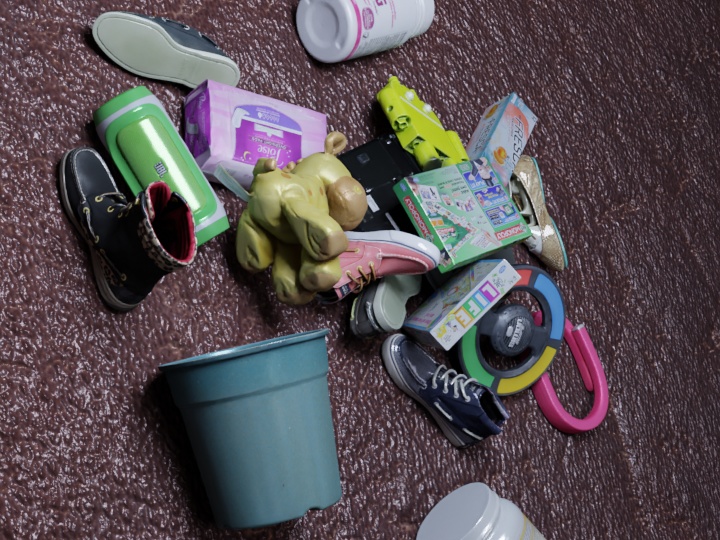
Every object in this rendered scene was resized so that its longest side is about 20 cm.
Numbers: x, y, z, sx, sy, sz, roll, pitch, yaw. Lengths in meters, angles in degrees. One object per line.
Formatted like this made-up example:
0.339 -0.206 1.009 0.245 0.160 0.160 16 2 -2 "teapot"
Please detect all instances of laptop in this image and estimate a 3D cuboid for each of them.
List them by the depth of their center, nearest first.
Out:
0.061 -0.097 1.649 0.200 0.103 0.177 -27 66 -17 "laptop"

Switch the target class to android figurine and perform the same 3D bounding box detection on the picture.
0.090 -0.208 1.701 0.182 0.041 0.200 29 30 -44 "android figurine"

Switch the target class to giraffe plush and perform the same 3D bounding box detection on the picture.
-0.064 -0.080 1.442 0.162 0.173 0.200 -34 90 -44 "giraffe plush"

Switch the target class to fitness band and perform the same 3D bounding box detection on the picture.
0.317 0.155 1.798 0.144 0.037 0.200 -19 84 -43 "fitness band"

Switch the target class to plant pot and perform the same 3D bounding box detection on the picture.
-0.112 0.182 1.322 0.200 0.200 0.196 -12 88 -43 "plant pot"

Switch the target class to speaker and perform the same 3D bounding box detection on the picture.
-0.241 -0.119 1.397 0.088 0.088 0.200 -36 97 -43 "speaker"

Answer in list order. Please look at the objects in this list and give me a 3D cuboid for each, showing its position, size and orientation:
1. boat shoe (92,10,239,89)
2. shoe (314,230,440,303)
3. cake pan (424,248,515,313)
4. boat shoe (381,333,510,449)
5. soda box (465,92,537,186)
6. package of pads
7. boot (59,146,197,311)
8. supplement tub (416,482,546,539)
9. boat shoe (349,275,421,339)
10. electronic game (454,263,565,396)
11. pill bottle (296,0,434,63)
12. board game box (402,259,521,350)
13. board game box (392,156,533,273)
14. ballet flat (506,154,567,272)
-0.249 -0.289 1.476 0.199 0.075 0.066 13 35 -28 "boat shoe"
0.000 0.000 1.500 0.072 0.200 0.091 68 35 -54 "shoe"
0.162 -0.027 1.724 0.200 0.037 0.201 25 51 -35 "cake pan"
0.122 0.156 1.590 0.200 0.093 0.075 47 49 -16 "boat shoe"
0.211 -0.191 1.825 0.064 0.068 0.200 44 49 -18 "soda box"
-0.133 -0.164 1.515 0.200 0.076 0.121 11 64 -37 "package of pads"
-0.263 -0.066 1.310 0.073 0.151 0.200 -11 80 -43 "boot"
0.181 0.390 1.509 0.200 0.145 0.145 49 48 -14 "supplement tub"
0.034 0.026 1.583 0.072 0.061 0.201 57 27 -15 "boat shoe"
0.220 0.088 1.684 0.200 0.042 0.200 -10 109 -29 "electronic game"
0.011 -0.377 1.701 0.200 0.113 0.113 -24 89 -44 "pill bottle"
0.129 0.043 1.541 0.134 0.200 0.034 -44 96 -6 "board game box"
0.143 -0.080 1.582 0.200 0.029 0.135 -18 77 -49 "board game box"
0.271 -0.085 1.851 0.065 0.071 0.200 -15 79 -16 "ballet flat"
